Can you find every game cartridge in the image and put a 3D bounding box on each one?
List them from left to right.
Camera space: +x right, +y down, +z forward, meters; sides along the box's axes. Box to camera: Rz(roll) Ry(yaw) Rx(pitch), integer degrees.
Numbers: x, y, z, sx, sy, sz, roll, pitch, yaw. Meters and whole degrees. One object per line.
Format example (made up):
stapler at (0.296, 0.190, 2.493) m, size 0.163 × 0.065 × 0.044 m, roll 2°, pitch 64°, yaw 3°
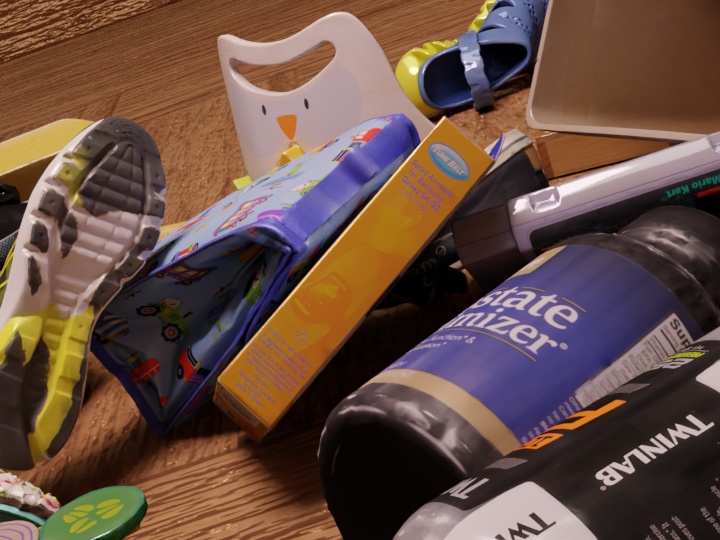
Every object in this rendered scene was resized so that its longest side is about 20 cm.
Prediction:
game cartridge at (0.154, -0.030, 0.790) m, size 0.198 × 0.039 × 0.130 m, roll -18°, pitch -11°, yaw 11°

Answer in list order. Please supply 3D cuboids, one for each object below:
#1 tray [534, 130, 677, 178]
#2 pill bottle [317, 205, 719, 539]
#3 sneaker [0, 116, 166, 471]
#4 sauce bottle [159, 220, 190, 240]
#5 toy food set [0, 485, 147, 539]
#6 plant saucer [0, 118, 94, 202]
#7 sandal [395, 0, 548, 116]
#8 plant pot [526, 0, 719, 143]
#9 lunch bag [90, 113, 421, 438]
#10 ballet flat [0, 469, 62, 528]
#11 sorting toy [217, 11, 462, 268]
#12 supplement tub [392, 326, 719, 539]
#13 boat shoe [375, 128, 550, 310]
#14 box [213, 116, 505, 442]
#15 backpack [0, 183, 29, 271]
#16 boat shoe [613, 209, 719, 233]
tray at (0.194, -0.132, 1.126) m, size 0.098 × 0.037 × 0.200 m, roll -14°, pitch 21°, yaw 17°
pill bottle at (0.086, 0.054, 0.606) m, size 0.199 × 0.113 × 0.111 m, roll -34°, pitch 24°, yaw -35°
sneaker at (-0.176, 0.006, 0.803) m, size 0.084 × 0.074 × 0.202 m, roll 7°, pitch 72°, yaw 56°
sauce bottle at (-0.162, 0.005, 1.054) m, size 0.199 × 0.067 × 0.066 m, roll -10°, pitch 19°, yaw 49°
toy food set at (-0.171, 0.170, 0.637) m, size 0.198 × 0.049 × 0.198 m, roll -20°, pitch 19°, yaw 1°
plant saucer at (-0.264, -0.035, 1.098) m, size 0.198 × 0.049 × 0.200 m, roll -23°, pitch -24°, yaw -9°
sandal at (0.127, -0.198, 1.323) m, size 0.200 × 0.080 × 0.087 m, roll -40°, pitch 30°, yaw -28°
plant pot at (0.245, -0.163, 0.896) m, size 0.175 × 0.203 × 0.199 m, roll 11°, pitch 1°, yaw -31°
lunch bag at (-0.054, -0.016, 0.843) m, size 0.200 × 0.094 × 0.150 m, roll -41°, pitch 1°, yaw 41°
ballet flat at (-0.240, 0.129, 0.769) m, size 0.198 × 0.076 × 0.064 m, roll -13°, pitch 37°, yaw 16°
sorting toy at (-0.026, -0.080, 0.973) m, size 0.198 × 0.182 × 0.107 m, roll -3°, pitch 24°, yaw 40°
supplement tub at (0.092, 0.101, 0.454) m, size 0.199 × 0.124 × 0.122 m, roll -27°, pitch 20°, yaw -22°
boat shoe at (0.037, -0.005, 0.886) m, size 0.199 × 0.062 × 0.075 m, roll -38°, pitch 0°, yaw -6°
box at (0.000, 0.000, 0.768) m, size 0.201 × 0.041 × 0.119 m, roll -51°, pitch -1°, yaw -12°
backpack at (-0.286, 0.050, 0.914) m, size 0.176 × 0.152 × 0.200 m, roll -15°, pitch 10°, yaw 32°
boat shoe at (0.128, 0.012, 0.751) m, size 0.198 × 0.068 × 0.072 m, roll -17°, pitch 21°, yaw 13°
